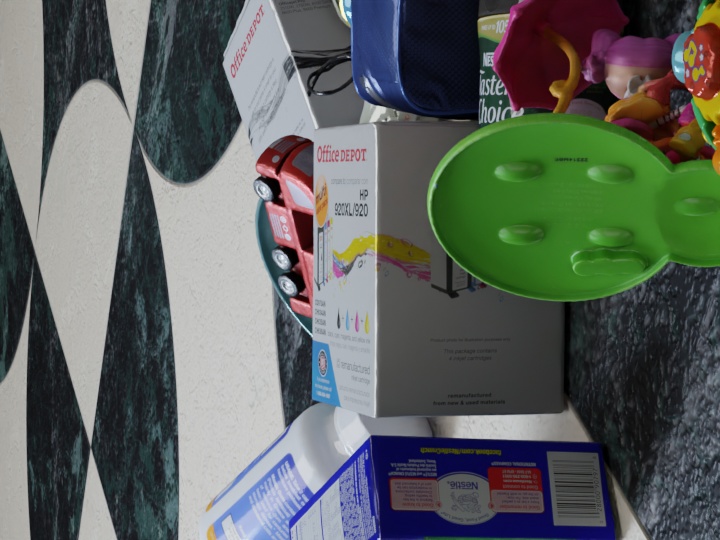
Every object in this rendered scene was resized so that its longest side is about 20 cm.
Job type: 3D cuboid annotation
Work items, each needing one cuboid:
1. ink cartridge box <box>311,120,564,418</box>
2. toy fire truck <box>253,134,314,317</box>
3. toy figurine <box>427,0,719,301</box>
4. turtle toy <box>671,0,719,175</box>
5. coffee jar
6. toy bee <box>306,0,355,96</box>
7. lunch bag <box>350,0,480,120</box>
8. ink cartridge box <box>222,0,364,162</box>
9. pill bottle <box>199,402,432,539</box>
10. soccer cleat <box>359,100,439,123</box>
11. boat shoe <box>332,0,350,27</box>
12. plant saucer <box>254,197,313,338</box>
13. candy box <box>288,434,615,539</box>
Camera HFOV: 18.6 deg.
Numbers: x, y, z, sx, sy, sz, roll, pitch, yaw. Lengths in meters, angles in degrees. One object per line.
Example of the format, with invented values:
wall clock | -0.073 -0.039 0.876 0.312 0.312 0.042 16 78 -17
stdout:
ink cartridge box | 0.052 -0.004 1.550 0.147 0.143 0.202 -173 83 -71
toy fire truck | 0.000 0.000 1.666 0.140 0.049 0.201 18 135 37
toy figurine | 0.147 -0.099 1.300 0.151 0.198 0.185 80 -166 -48
turtle toy | 0.222 -0.122 1.117 0.201 0.100 0.146 110 153 -45
coffee jar | 0.123 -0.103 1.435 0.104 0.085 0.202 -174 85 -70
toy bee | 0.028 -0.181 1.668 0.131 0.200 0.109 27 160 46
lunch bag | 0.062 -0.206 1.532 0.132 0.135 0.202 -165 75 -70
ink cartridge box | -0.037 -0.134 1.855 0.145 0.084 0.201 125 130 -59
pill bottle | -0.033 0.178 1.787 0.200 0.112 0.113 -44 44 31
soccer cleat | 0.034 -0.120 1.732 0.077 0.069 0.202 166 106 -66
boat shoe | 0.015 -0.292 1.772 0.060 0.071 0.203 -143 59 -73
plant saucer | 0.002 0.000 1.740 0.199 0.036 0.201 30 141 27
candy box | 0.057 0.179 1.503 0.200 0.168 0.078 128 142 -62
